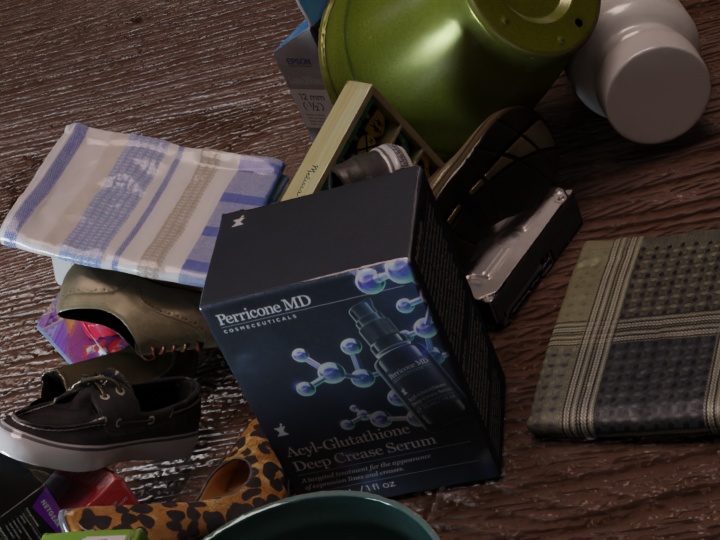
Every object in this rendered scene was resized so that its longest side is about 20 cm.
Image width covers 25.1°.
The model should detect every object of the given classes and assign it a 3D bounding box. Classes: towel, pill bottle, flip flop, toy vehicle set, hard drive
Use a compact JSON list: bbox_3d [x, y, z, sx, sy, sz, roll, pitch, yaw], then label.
[{"bbox_3d":[-0.171,-0.054,1.279,0.199,0.024,0.147,12,47,15],"label":"towel"},{"bbox_3d":[0.227,0.043,1.137,0.192,0.035,0.201,-6,40,30],"label":"towel"},{"bbox_3d":[0.226,-0.193,1.376,0.114,0.115,0.200,-21,34,5],"label":"pill bottle"},{"bbox_3d":[0.081,-0.055,1.259,0.200,0.081,0.057,-48,26,-22],"label":"flip flop"},{"bbox_3d":[-0.014,-0.026,1.230,0.026,0.124,0.201,16,73,42],"label":"toy vehicle set"},{"bbox_3d":[0.062,-0.020,1.313,0.199,0.038,0.140,10,47,39],"label":"hard drive"}]

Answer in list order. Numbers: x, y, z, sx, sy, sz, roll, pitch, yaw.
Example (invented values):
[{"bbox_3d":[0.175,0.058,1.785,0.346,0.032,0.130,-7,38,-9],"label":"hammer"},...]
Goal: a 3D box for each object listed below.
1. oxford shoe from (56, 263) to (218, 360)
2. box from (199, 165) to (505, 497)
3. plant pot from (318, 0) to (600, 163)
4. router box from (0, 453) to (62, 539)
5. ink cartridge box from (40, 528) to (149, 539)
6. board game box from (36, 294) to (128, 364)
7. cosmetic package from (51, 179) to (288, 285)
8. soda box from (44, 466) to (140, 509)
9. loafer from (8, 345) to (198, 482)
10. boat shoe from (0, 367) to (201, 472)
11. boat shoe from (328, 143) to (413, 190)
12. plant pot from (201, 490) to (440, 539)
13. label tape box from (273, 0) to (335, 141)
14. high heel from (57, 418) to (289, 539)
[{"bbox_3d":[-0.144,0.046,1.279,0.199,0.071,0.075,21,65,4],"label":"oxford shoe"},{"bbox_3d":[0.001,0.051,1.107,0.148,0.201,0.107,-13,35,17],"label":"box"},{"bbox_3d":[0.093,-0.203,1.328,0.200,0.201,0.193,-45,7,-28],"label":"plant pot"},{"bbox_3d":[-0.308,0.174,1.143,0.149,0.051,0.200,-36,32,-17],"label":"router box"},{"bbox_3d":[-0.163,0.275,0.950,0.075,0.148,0.201,-7,38,25],"label":"ink cartridge box"},{"bbox_3d":[-0.205,0.017,1.423,0.158,0.039,0.200,-35,36,-15],"label":"board game box"},{"bbox_3d":[-0.159,-0.030,1.349,0.199,0.113,0.081,13,45,18],"label":"cosmetic package"},{"bbox_3d":[-0.238,0.225,1.135,0.063,0.070,0.200,14,50,46],"label":"soda box"},{"bbox_3d":[-0.214,0.105,1.284,0.200,0.070,0.075,-41,37,-23],"label":"loafer"},{"bbox_3d":[-0.183,0.103,1.172,0.070,0.067,0.199,20,8,36],"label":"boat shoe"},{"bbox_3d":[0.000,0.000,1.175,0.056,0.201,0.069,-14,37,-24],"label":"boat shoe"},{"bbox_3d":[-0.022,0.245,0.916,0.199,0.135,0.201,-17,34,11],"label":"plant pot"},{"bbox_3d":[-0.006,-0.209,1.464,0.066,0.201,0.143,6,44,41],"label":"label tape box"},{"bbox_3d":[-0.123,0.145,1.103,0.071,0.142,0.201,-35,26,36],"label":"high heel"}]
